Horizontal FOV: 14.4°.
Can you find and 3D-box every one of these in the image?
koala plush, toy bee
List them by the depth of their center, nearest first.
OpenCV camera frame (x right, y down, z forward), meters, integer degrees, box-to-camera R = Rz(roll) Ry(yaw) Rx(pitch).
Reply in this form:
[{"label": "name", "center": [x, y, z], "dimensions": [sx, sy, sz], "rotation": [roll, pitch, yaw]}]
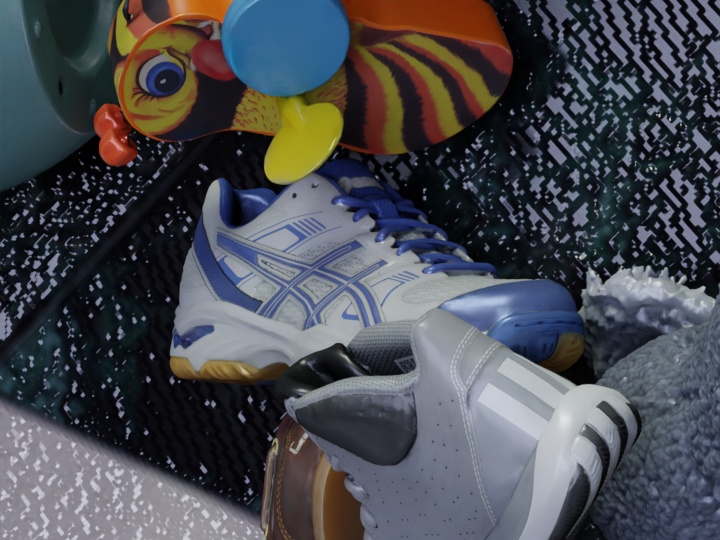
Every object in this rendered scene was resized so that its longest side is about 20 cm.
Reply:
[{"label": "koala plush", "center": [0.147, 0.053, 0.988], "dimensions": [0.200, 0.184, 0.177], "rotation": [-22, 63, 48]}, {"label": "toy bee", "center": [-0.051, -0.084, 1.076], "dimensions": [0.200, 0.131, 0.109], "rotation": [29, 118, -5]}]

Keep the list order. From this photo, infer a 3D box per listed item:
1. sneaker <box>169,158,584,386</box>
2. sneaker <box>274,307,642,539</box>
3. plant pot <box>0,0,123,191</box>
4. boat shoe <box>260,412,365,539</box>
[{"label": "sneaker", "center": [0.000, 0.000, 1.069], "dimensions": [0.200, 0.075, 0.088], "rotation": [0, 84, 44]}, {"label": "sneaker", "center": [0.015, 0.081, 1.005], "dimensions": [0.115, 0.075, 0.200], "rotation": [35, 135, 8]}, {"label": "plant pot", "center": [-0.182, -0.112, 1.111], "dimensions": [0.161, 0.201, 0.201], "rotation": [-1, 90, 17]}, {"label": "boat shoe", "center": [-0.001, 0.148, 1.102], "dimensions": [0.070, 0.070, 0.200], "rotation": [17, 109, 60]}]
